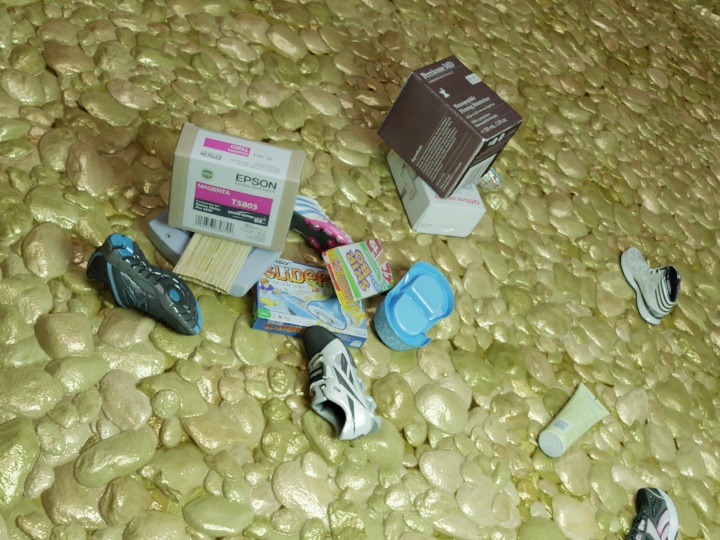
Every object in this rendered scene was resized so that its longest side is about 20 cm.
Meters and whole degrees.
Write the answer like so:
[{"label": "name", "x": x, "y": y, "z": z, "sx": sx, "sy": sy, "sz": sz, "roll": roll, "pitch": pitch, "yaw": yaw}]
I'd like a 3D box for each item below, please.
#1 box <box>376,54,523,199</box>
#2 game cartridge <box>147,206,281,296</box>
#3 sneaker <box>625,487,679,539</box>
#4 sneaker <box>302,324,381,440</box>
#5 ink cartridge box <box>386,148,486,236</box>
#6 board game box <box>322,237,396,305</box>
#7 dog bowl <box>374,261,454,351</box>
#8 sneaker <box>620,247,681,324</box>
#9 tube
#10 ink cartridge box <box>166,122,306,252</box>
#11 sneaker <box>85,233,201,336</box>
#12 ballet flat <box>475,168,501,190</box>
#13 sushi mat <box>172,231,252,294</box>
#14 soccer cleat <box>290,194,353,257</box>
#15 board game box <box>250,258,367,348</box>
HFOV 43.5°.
[{"label": "box", "x": 0.176, "y": -0.283, "z": 1.779, "sx": 0.200, "sy": 0.165, "sz": 0.165, "roll": 45, "pitch": 43, "yaw": 12}, {"label": "game cartridge", "x": -0.245, "y": -0.043, "z": 1.488, "sx": 0.198, "sy": 0.041, "sz": 0.133, "roll": 32, "pitch": 45, "yaw": 10}, {"label": "sneaker", "x": 0.484, "y": 0.450, "z": 1.519, "sx": 0.085, "sy": 0.081, "sz": 0.202, "roll": 13, "pitch": 40, "yaw": -8}, {"label": "sneaker", "x": -0.050, "y": 0.175, "z": 1.418, "sx": 0.088, "sy": 0.074, "sz": 0.201, "roll": -12, "pitch": 60, "yaw": -41}, {"label": "ink cartridge box", "x": 0.155, "y": -0.177, "z": 1.856, "sx": 0.145, "sy": 0.083, "sz": 0.202, "roll": 4, "pitch": 51, "yaw": -30}, {"label": "board game box", "x": 0.000, "y": 0.000, "z": 1.570, "sx": 0.199, "sy": 0.030, "sz": 0.097, "roll": -17, "pitch": 85, "yaw": -62}, {"label": "dog bowl", "x": 0.093, "y": 0.068, "z": 1.610, "sx": 0.112, "sy": 0.049, "sz": 0.200, "roll": 49, "pitch": 43, "yaw": -5}, {"label": "sneaker", "x": 0.649, "y": 0.008, "z": 1.986, "sx": 0.075, "sy": 0.116, "sz": 0.203, "roll": 11, "pitch": 47, "yaw": -24}, {"label": "tube", "x": 0.388, "y": 0.273, "z": 1.638, "sx": 0.199, "sy": 0.051, "sz": 0.059, "roll": -28, "pitch": 112, "yaw": -48}, {"label": "ink cartridge box", "x": -0.198, "y": -0.127, "z": 1.422, "sx": 0.197, "sy": 0.166, "sz": 0.076, "roll": 13, "pitch": 48, "yaw": -5}, {"label": "sneaker", "x": -0.326, "y": 0.032, "z": 1.376, "sx": 0.200, "sy": 0.082, "sz": 0.074, "roll": 46, "pitch": 24, "yaw": -17}, {"label": "ballet flat", "x": 0.220, "y": -0.235, "z": 1.974, "sx": 0.064, "sy": 0.076, "sz": 0.200, "roll": -39, "pitch": 72, "yaw": -15}, {"label": "sushi mat", "x": -0.223, "y": -0.048, "z": 1.467, "sx": 0.094, "sy": 0.012, "sz": 0.201, "roll": 20, "pitch": 47, "yaw": 1}, {"label": "soccer cleat", "x": -0.081, "y": -0.090, "z": 1.636, "sx": 0.199, "sy": 0.070, "sz": 0.087, "roll": 34, "pitch": 43, "yaw": -2}, {"label": "board game box", "x": -0.089, "y": 0.052, "z": 1.530, "sx": 0.197, "sy": 0.035, "sz": 0.137, "roll": 12, "pitch": 47, "yaw": -23}]
